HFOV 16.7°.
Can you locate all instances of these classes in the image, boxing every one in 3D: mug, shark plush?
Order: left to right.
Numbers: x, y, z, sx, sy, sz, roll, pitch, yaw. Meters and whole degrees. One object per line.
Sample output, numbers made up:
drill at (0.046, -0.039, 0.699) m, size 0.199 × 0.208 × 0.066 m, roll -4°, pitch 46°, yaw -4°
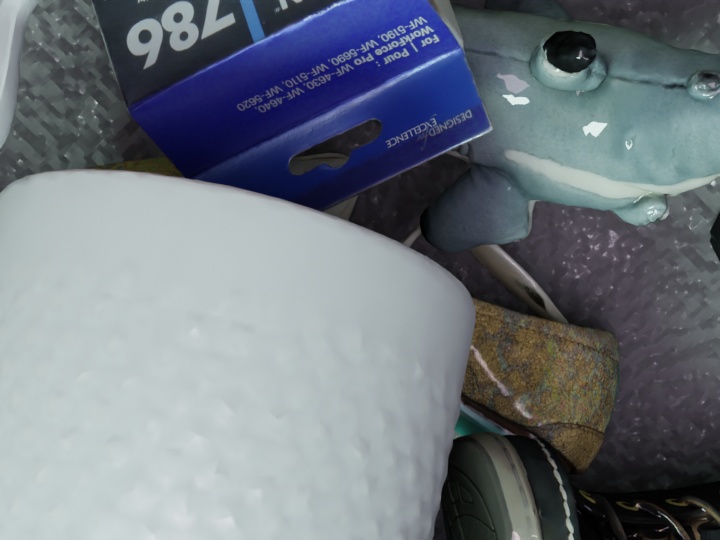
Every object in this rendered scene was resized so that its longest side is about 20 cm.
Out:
mug at (-0.078, 0.072, 0.696) m, size 0.199 × 0.148 × 0.177 m, roll 17°, pitch 74°, yaw -14°
shark plush at (0.070, -0.045, 0.739) m, size 0.083 × 0.199 × 0.091 m, roll 37°, pitch 78°, yaw -50°

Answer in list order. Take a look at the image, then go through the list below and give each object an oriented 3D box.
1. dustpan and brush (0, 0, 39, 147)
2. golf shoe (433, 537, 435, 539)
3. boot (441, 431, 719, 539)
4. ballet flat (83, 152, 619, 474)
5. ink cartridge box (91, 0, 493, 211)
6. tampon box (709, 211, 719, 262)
dustpan and brush at (-0.087, -0.110, 0.706) m, size 0.139 × 0.057 × 0.202 m, roll 6°, pitch 80°, yaw 24°
golf shoe at (-0.003, 0.142, 0.840) m, size 0.072 × 0.092 × 0.202 m, roll -10°, pitch 103°, yaw 4°
boot at (0.106, 0.090, 0.793) m, size 0.149 × 0.200 × 0.074 m, roll -14°, pitch 61°, yaw -1°
ballet flat at (0.000, 0.000, 0.822) m, size 0.199 × 0.071 × 0.071 m, roll 30°, pitch 103°, yaw -7°
ink cartridge box at (-0.039, -0.114, 0.743) m, size 0.099 × 0.039 × 0.201 m, roll -26°, pitch 71°, yaw 14°
tampon box at (0.237, -0.017, 0.779) m, size 0.199 × 0.126 × 0.151 m, roll 24°, pitch 104°, yaw -6°
